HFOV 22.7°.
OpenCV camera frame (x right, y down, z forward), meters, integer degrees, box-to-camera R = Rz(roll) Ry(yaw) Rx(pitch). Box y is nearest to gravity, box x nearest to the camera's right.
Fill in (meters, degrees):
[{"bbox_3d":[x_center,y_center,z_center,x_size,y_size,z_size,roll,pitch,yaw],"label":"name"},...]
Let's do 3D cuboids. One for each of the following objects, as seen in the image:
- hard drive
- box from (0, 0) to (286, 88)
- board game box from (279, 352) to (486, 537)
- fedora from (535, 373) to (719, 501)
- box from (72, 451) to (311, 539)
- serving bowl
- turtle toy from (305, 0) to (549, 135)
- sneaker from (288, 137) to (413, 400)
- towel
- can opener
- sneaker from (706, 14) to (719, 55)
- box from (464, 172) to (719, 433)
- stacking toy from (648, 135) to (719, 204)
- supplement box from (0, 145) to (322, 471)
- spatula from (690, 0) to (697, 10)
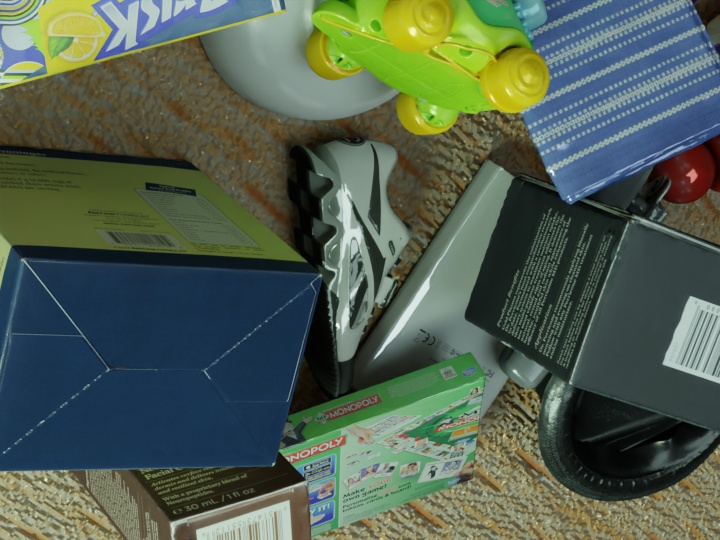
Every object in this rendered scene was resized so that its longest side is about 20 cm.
[{"bbox_3d":[0.089,0.028,1.391,0.132,0.027,0.200,31,95,-38],"label":"hard drive"},{"bbox_3d":[-0.151,-0.173,1.091,0.199,0.064,0.070,-16,122,-7],"label":"box"},{"bbox_3d":[-0.004,0.142,1.347,0.199,0.029,0.135,-18,141,-17],"label":"board game box"},{"bbox_3d":[0.215,0.091,1.458,0.200,0.092,0.201,-11,118,-22],"label":"fedora"},{"bbox_3d":[-0.119,0.138,1.207,0.100,0.200,0.075,-15,118,-26],"label":"box"},{"bbox_3d":[-0.010,-0.189,1.200,0.199,0.066,0.201,-14,120,-25],"label":"serving bowl"},{"bbox_3d":[0.033,-0.168,1.120,0.200,0.146,0.101,30,73,-24],"label":"turtle toy"},{"bbox_3d":[0.000,0.000,1.293,0.088,0.074,0.201,-12,119,-24],"label":"sneaker"},{"bbox_3d":[0.157,-0.161,1.209,0.144,0.024,0.201,-26,92,-11],"label":"towel"},{"bbox_3d":[0.167,-0.004,1.386,0.067,0.053,0.200,39,90,-7],"label":"can opener"},{"bbox_3d":[0.327,-0.111,1.356,0.200,0.083,0.081,39,89,-33],"label":"sneaker"},{"bbox_3d":[0.210,0.028,1.267,0.199,0.197,0.124,18,97,-20],"label":"box"},{"bbox_3d":[0.321,-0.099,1.448,0.199,0.085,0.086,-15,120,-17],"label":"stacking toy"},{"bbox_3d":[-0.166,0.019,1.119,0.199,0.200,0.135,4,111,-33],"label":"supplement box"},{"bbox_3d":[0.191,-0.161,1.296,0.021,0.200,0.057,44,42,-12],"label":"spatula"}]
